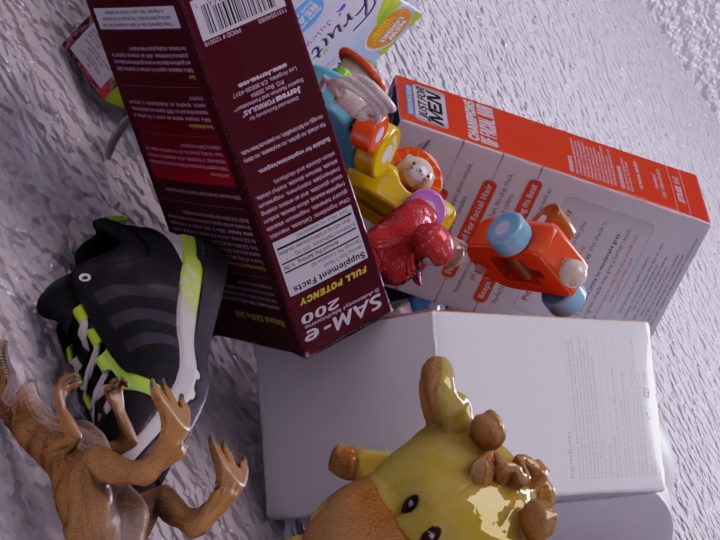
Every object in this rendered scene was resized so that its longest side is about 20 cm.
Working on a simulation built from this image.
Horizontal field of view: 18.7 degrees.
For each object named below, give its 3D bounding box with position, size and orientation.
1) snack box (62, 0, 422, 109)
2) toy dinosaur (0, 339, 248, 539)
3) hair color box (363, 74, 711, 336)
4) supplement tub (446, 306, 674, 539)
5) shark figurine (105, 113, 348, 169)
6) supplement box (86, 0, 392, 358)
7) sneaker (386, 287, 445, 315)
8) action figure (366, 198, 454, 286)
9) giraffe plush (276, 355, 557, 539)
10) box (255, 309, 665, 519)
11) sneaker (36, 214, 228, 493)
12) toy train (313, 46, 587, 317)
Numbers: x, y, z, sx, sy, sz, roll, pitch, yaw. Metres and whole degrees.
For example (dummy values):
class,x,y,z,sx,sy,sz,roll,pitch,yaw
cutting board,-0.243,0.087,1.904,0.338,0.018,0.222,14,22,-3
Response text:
class,x,y,z,sx,sy,sz,roll,pitch,yaw
snack box,-0.064,-0.142,1.287,0.053,0.142,0.200,52,14,23
toy dinosaur,-0.100,0.107,0.904,0.060,0.106,0.200,38,20,-51
hair color box,0.094,-0.029,1.314,0.199,0.111,0.064,18,30,-13
supplement tub,0.119,0.099,1.391,0.144,0.144,0.200,45,22,-36
shark figurine,-0.044,-0.075,1.245,0.089,0.128,0.214,18,-14,35
supplement box,-0.062,-0.063,1.093,0.109,0.061,0.201,10,-58,57
sneaker,0.021,0.065,1.328,0.087,0.075,0.200,59,25,-19
action figure,0.000,0.000,1.179,0.052,0.065,0.200,57,-25,-4
giraffe plush,0.023,0.134,0.932,0.172,0.162,0.200,39,61,7
box,0.057,0.079,1.179,0.200,0.124,0.098,4,78,-50
sneaker,-0.117,0.042,1.025,0.083,0.072,0.200,23,30,-11
toy train,0.039,-0.057,1.166,0.200,0.150,0.056,44,67,-31
